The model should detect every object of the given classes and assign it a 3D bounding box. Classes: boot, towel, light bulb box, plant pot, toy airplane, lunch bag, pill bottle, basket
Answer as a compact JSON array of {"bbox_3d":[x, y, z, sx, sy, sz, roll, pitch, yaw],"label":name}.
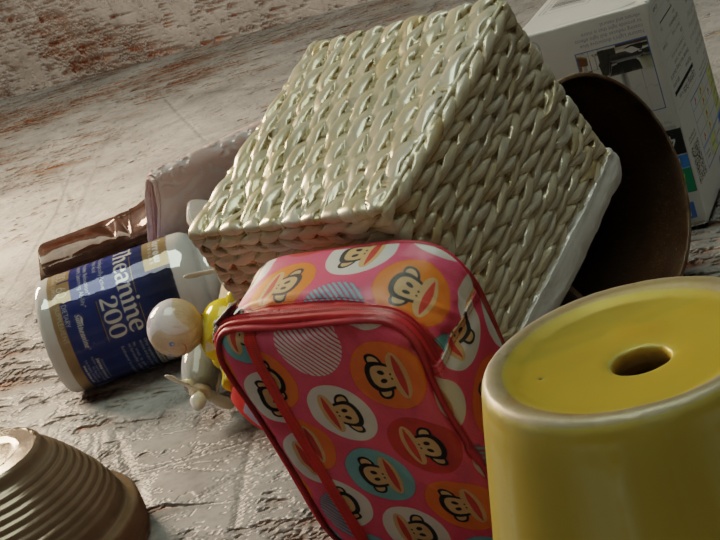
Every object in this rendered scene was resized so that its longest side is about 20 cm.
[{"bbox_3d":[-0.322,-0.054,1.758,0.198,0.065,0.187,-24,16,-1],"label":"boot"},{"bbox_3d":[-0.134,-0.060,1.396,0.199,0.193,0.032,-31,55,-35],"label":"towel"},{"bbox_3d":[0.246,-0.158,1.251,0.123,0.202,0.198,-11,19,27],"label":"light bulb box"},{"bbox_3d":[0.127,-0.037,1.101,0.186,0.189,0.199,-34,11,-39],"label":"plant pot"},{"bbox_3d":[-0.104,0.022,1.083,0.139,0.203,0.199,-12,14,-23],"label":"toy airplane"},{"bbox_3d":[0.007,0.079,0.800,0.174,0.201,0.082,-5,37,37],"label":"lunch bag"},{"bbox_3d":[-0.257,0.176,0.968,0.198,0.094,0.201,-17,19,6],"label":"plant pot"},{"bbox_3d":[0.137,0.116,0.591,0.198,0.191,0.201,-16,19,6],"label":"plant pot"},{"bbox_3d":[-0.195,0.031,1.288,0.197,0.112,0.111,-19,18,-1],"label":"pill bottle"},{"bbox_3d":[0.026,-0.040,0.884,0.197,0.161,0.201,-4,46,45],"label":"basket"}]
